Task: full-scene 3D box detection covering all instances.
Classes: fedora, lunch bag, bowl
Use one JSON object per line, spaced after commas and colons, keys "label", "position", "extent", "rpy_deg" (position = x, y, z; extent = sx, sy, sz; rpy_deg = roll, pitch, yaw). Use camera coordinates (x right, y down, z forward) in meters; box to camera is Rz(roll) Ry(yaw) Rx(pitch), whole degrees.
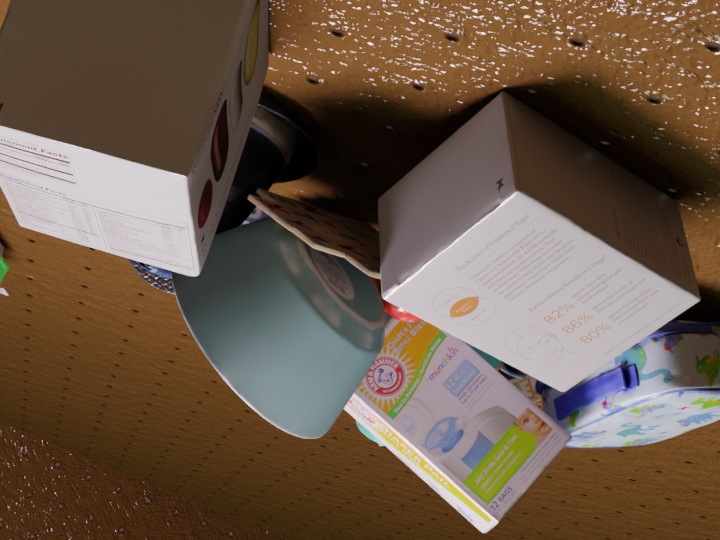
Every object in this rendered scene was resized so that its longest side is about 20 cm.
{"label": "fedora", "position": [-0.133, -0.089, 1.275], "extent": [0.200, 0.092, 0.201], "rpy_deg": [15, 162, 5]}
{"label": "lunch bag", "position": [0.276, 0.110, 1.408], "extent": [0.160, 0.083, 0.200], "rpy_deg": [1, 158, -33]}
{"label": "bowl", "position": [-0.053, 0.031, 1.245], "extent": [0.105, 0.201, 0.201], "rpy_deg": [-37, 137, 18]}

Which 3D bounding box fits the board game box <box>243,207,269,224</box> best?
{"label": "board game box", "position": [-0.198, -0.077, 1.461], "extent": [0.199, 0.035, 0.135], "rpy_deg": [23, 161, -19]}

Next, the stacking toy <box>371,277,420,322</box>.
{"label": "stacking toy", "position": [0.000, 0.000, 1.353], "extent": [0.085, 0.086, 0.200], "rpy_deg": [30, 174, -36]}

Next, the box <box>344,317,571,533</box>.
{"label": "box", "position": [0.083, 0.138, 1.395], "extent": [0.200, 0.113, 0.101], "rpy_deg": [42, 166, 9]}

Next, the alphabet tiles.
{"label": "alphabet tiles", "position": [0.006, -0.019, 1.218], "extent": [0.200, 0.006, 0.166], "rpy_deg": [17, -166, -43]}

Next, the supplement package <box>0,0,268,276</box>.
{"label": "supplement package", "position": [-0.156, -0.129, 1.024], "extent": [0.146, 0.192, 0.200], "rpy_deg": [15, 162, 2]}

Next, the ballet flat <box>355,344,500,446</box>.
{"label": "ballet flat", "position": [0.066, 0.113, 1.526], "extent": [0.070, 0.200, 0.068], "rpy_deg": [10, 123, 42]}

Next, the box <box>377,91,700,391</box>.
{"label": "box", "position": [0.136, -0.017, 1.142], "extent": [0.200, 0.107, 0.152], "rpy_deg": [28, 130, -30]}

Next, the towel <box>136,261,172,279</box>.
{"label": "towel", "position": [-0.217, -0.038, 1.373], "extent": [0.200, 0.049, 0.112], "rpy_deg": [22, 180, 34]}

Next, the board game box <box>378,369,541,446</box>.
{"label": "board game box", "position": [0.129, 0.145, 1.639], "extent": [0.199, 0.034, 0.134], "rpy_deg": [-18, 180, -30]}

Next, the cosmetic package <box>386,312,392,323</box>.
{"label": "cosmetic package", "position": [-0.009, 0.049, 1.586], "extent": [0.107, 0.091, 0.200], "rpy_deg": [24, 158, -23]}

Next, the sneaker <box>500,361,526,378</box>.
{"label": "sneaker", "position": [0.186, 0.060, 1.442], "extent": [0.075, 0.085, 0.200], "rpy_deg": [18, 161, -4]}

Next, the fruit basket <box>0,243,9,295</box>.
{"label": "fruit basket", "position": [-0.541, -0.041, 1.825], "extent": [0.200, 0.094, 0.185], "rpy_deg": [29, 164, 12]}

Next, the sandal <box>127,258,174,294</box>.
{"label": "sandal", "position": [-0.141, -0.002, 1.468], "extent": [0.200, 0.076, 0.048], "rpy_deg": [17, 179, -2]}
